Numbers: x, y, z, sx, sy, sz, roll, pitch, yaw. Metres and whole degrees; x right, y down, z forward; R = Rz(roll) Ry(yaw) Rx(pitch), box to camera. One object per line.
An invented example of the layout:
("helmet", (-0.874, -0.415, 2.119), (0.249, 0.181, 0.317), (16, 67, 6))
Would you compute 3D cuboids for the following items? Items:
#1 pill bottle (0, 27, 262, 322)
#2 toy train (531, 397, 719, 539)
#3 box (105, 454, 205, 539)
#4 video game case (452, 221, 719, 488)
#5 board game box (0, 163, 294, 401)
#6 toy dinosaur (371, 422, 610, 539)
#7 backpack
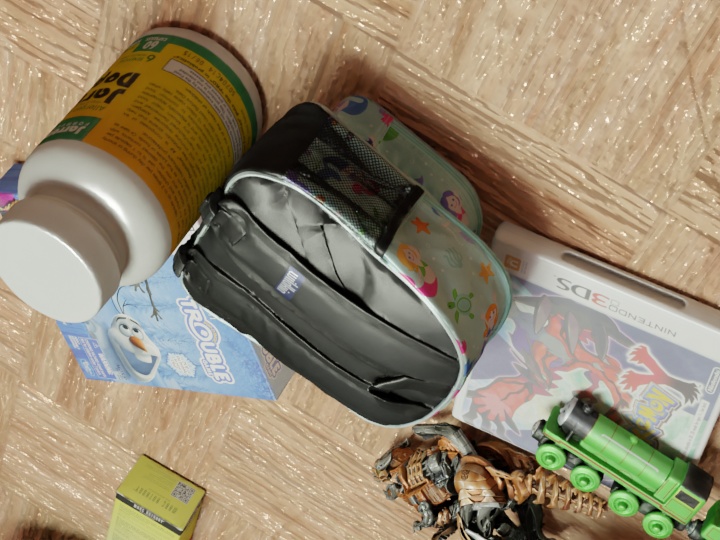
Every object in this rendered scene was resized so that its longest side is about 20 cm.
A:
("pill bottle", (-0.155, -0.062, 1.082), (0.112, 0.200, 0.113), (19, 139, 17))
("toy train", (0.211, 0.154, 1.141), (0.199, 0.042, 0.057), (33, 130, 1))
("box", (-0.202, 0.261, 1.559), (0.075, 0.050, 0.201), (28, 140, 8))
("video game case", (0.161, 0.073, 1.141), (0.181, 0.023, 0.201), (23, 140, 13))
("board game box", (-0.170, 0.009, 1.288), (0.197, 0.043, 0.201), (3, 131, 31))
("toy dinosaur", (0.094, 0.179, 1.244), (0.200, 0.102, 0.137), (13, 125, 60))
("backpack", (0.000, 0.000, 1.077), (0.200, 0.151, 0.178), (41, 143, 3))
